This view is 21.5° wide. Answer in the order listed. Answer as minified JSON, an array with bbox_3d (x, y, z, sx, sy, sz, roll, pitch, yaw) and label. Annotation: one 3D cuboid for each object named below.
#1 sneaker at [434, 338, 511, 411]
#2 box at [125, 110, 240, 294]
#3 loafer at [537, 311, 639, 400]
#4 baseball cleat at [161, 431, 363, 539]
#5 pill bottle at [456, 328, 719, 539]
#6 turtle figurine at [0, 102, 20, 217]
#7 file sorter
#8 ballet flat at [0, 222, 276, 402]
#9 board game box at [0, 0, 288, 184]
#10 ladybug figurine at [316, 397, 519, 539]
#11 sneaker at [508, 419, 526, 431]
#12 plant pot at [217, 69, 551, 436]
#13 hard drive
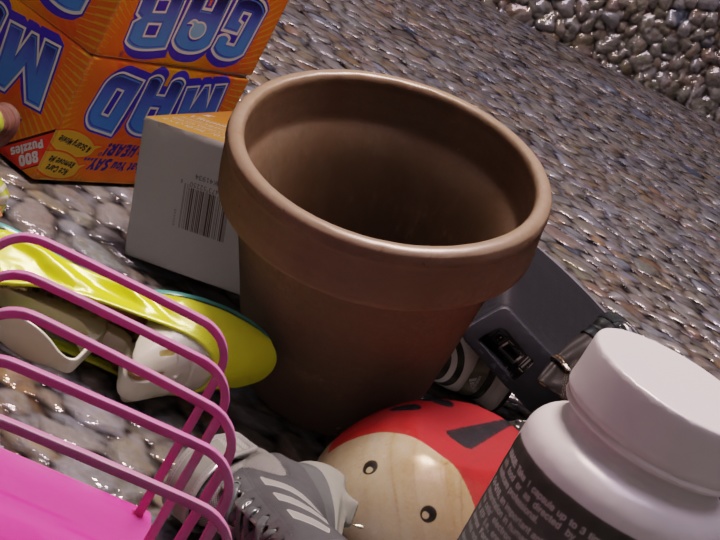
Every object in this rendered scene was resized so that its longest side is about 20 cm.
[{"bbox_3d":[0.044,0.018,1.405,0.115,0.076,0.201,24,20,-24],"label":"sneaker"},{"bbox_3d":[-0.050,-0.051,1.324,0.124,0.098,0.199,18,15,29],"label":"box"},{"bbox_3d":[0.188,0.129,1.277,0.201,0.072,0.073,60,-8,-6],"label":"loafer"},{"bbox_3d":[-0.052,0.138,0.938,0.106,0.070,0.200,21,8,-4],"label":"baseball cleat"},{"bbox_3d":[0.110,0.139,0.942,0.113,0.201,0.114,26,17,-9],"label":"pill bottle"},{"bbox_3d":[-0.292,-0.108,1.230,0.199,0.065,0.161,31,17,3],"label":"turtle figurine"},{"bbox_3d":[-0.132,0.087,0.820,0.138,0.126,0.200,25,17,-14],"label":"file sorter"},{"bbox_3d":[-0.144,0.038,1.079,0.198,0.067,0.067,23,39,-13],"label":"ballet flat"},{"bbox_3d":[-0.204,-0.201,1.410,0.199,0.201,0.199,37,18,24],"label":"board game box"},{"bbox_3d":[0.048,0.124,1.108,0.135,0.072,0.200,34,17,15],"label":"ladybug figurine"},{"bbox_3d":[0.161,0.163,1.224,0.198,0.080,0.074,23,58,16],"label":"sneaker"},{"bbox_3d":[0.000,0.000,1.161,0.198,0.176,0.201,10,35,-7],"label":"plant pot"},{"bbox_3d":[0.150,0.065,1.350,0.200,0.042,0.135,45,29,-21],"label":"hard drive"}]
